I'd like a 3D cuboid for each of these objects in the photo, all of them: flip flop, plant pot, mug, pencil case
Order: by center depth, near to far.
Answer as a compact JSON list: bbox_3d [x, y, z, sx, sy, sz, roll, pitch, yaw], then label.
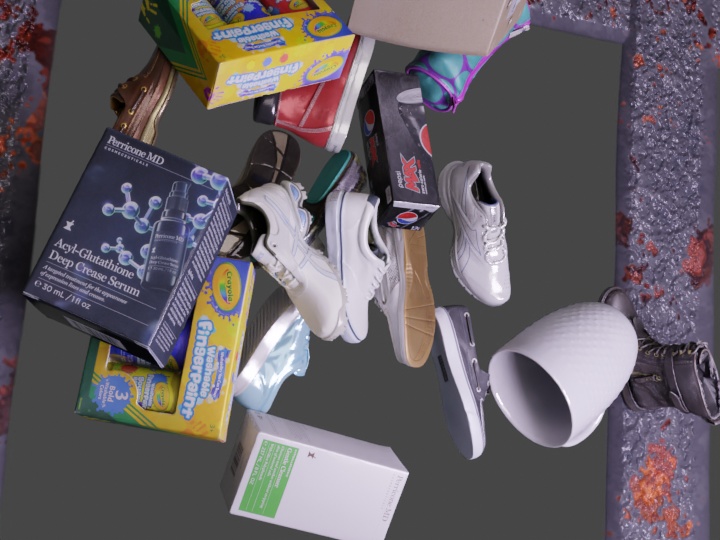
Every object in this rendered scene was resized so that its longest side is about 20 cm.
[{"bbox_3d":[-0.135,-0.089,1.386,0.081,0.058,0.202,30,58,-12],"label":"flip flop"},{"bbox_3d":[0.122,-0.381,1.386,0.175,0.201,0.200,27,41,10],"label":"plant pot"},{"bbox_3d":[0.284,0.146,1.496,0.174,0.147,0.202,-32,126,-30],"label":"mug"},{"bbox_3d":[0.149,-0.305,1.513,0.092,0.085,0.200,36,70,14],"label":"pencil case"}]

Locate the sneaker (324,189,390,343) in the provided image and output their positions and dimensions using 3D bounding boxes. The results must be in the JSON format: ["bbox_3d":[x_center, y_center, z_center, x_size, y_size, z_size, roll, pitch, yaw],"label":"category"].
[{"bbox_3d":[0.000,0.000,1.379,0.073,0.070,0.203,-58,146,-58],"label":"sneaker"}]

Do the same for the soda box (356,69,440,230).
[{"bbox_3d":[0.047,-0.155,1.428,0.070,0.063,0.202,4,62,-23],"label":"soda box"}]

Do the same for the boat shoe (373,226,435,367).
[{"bbox_3d":[0.049,0.027,1.442,0.070,0.069,0.203,18,66,-52],"label":"boat shoe"}]

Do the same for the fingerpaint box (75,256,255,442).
[{"bbox_3d":[-0.218,0.080,1.277,0.164,0.073,0.203,10,78,1],"label":"fingerpaint box"}]

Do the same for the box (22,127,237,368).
[{"bbox_3d":[-0.240,-0.023,1.202,0.147,0.107,0.202,22,74,5],"label":"box"}]

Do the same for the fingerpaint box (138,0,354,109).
[{"bbox_3d":[-0.135,-0.291,1.336,0.198,0.074,0.167,-19,59,-35],"label":"fingerpaint box"}]

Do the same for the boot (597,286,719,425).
[{"bbox_3d":[0.413,0.110,1.524,0.069,0.174,0.202,-20,92,-23],"label":"boot"}]

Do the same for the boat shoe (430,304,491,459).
[{"bbox_3d":[0.139,0.141,1.467,0.065,0.070,0.203,-12,81,-22],"label":"boat shoe"}]

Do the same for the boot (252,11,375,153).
[{"bbox_3d":[-0.065,-0.264,1.430,0.143,0.072,0.202,20,70,-8],"label":"boot"}]

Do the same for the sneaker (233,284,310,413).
[{"bbox_3d":[-0.090,0.085,1.378,0.082,0.074,0.201,44,74,-27],"label":"sneaker"}]

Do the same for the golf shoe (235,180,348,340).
[{"bbox_3d":[-0.087,-0.006,1.294,0.097,0.078,0.202,-10,68,-46],"label":"golf shoe"}]

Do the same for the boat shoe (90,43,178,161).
[{"bbox_3d":[-0.262,-0.201,1.332,0.067,0.072,0.203,21,73,-14],"label":"boat shoe"}]

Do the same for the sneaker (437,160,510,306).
[{"bbox_3d":[0.159,-0.051,1.485,0.074,0.087,0.203,-18,92,-26],"label":"sneaker"}]

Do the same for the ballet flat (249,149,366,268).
[{"bbox_3d":[-0.056,-0.061,1.409,0.072,0.072,0.201,44,70,-12],"label":"ballet flat"}]

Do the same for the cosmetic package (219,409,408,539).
[{"bbox_3d":[-0.056,0.250,1.344,0.198,0.085,0.109,17,97,-19],"label":"cosmetic package"}]
